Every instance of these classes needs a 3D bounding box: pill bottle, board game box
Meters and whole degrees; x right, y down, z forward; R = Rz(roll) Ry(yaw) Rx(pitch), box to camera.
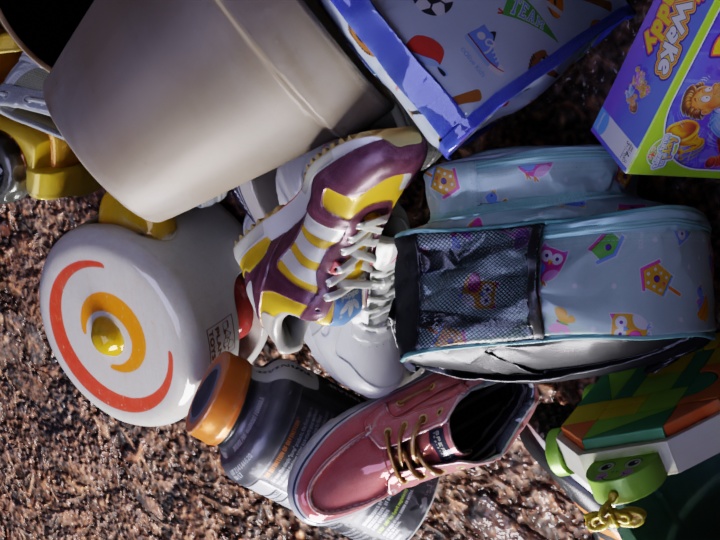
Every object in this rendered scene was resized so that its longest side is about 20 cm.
[{"bbox_3d":[-0.040,0.140,0.966,0.198,0.107,0.106,29,131,-17],"label":"pill bottle"},{"bbox_3d":[0.231,-0.146,0.675,0.045,0.132,0.202,61,142,43],"label":"board game box"}]

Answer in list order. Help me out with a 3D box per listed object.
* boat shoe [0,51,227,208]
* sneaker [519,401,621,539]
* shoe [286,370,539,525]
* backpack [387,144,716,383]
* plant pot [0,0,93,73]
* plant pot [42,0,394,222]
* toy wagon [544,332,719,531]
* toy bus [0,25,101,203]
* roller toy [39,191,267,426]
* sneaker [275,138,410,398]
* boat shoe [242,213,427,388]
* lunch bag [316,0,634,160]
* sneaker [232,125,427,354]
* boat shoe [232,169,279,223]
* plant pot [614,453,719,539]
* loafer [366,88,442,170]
[{"bbox_3d":[-0.194,-0.103,0.943,0.200,0.065,0.075,34,165,5],"label":"boat shoe"},{"bbox_3d":[0.190,0.188,0.906,0.199,0.070,0.091,37,125,12],"label":"sneaker"},{"bbox_3d":[0.038,0.126,0.888,0.072,0.198,0.091,61,166,-9],"label":"shoe"},{"bbox_3d":[0.133,-0.002,0.785,0.197,0.175,0.156,3,86,20],"label":"backpack"},{"bbox_3d":[-0.211,-0.236,0.900,0.199,0.185,0.190,23,129,59],"label":"plant pot"},{"bbox_3d":[-0.103,-0.131,0.771,0.173,0.200,0.201,-37,89,8],"label":"plant pot"},{"bbox_3d":[0.193,0.099,0.775,0.154,0.199,0.040,-18,101,38],"label":"toy wagon"},{"bbox_3d":[-0.302,-0.173,1.035,0.197,0.135,0.195,21,112,22],"label":"toy bus"},{"bbox_3d":[-0.178,0.031,1.034,0.183,0.139,0.200,51,129,2],"label":"roller toy"},{"bbox_3d":[0.000,0.000,0.869,0.099,0.077,0.203,1,111,54],"label":"sneaker"},{"bbox_3d":[-0.030,0.025,0.976,0.200,0.070,0.071,46,129,7],"label":"boat shoe"},{"bbox_3d":[0.051,-0.170,0.742,0.171,0.200,0.124,50,129,1],"label":"lunch bag"},{"bbox_3d":[-0.010,-0.017,0.782,0.200,0.074,0.091,-40,66,50],"label":"sneaker"},{"bbox_3d":[-0.108,-0.117,0.967,0.092,0.074,0.203,-11,98,43],"label":"boat shoe"},{"bbox_3d":[0.297,0.198,0.772,0.198,0.200,0.198,-21,108,39],"label":"plant pot"},{"bbox_3d":[-0.017,-0.149,0.882,0.199,0.070,0.070,40,129,11],"label":"loafer"}]
